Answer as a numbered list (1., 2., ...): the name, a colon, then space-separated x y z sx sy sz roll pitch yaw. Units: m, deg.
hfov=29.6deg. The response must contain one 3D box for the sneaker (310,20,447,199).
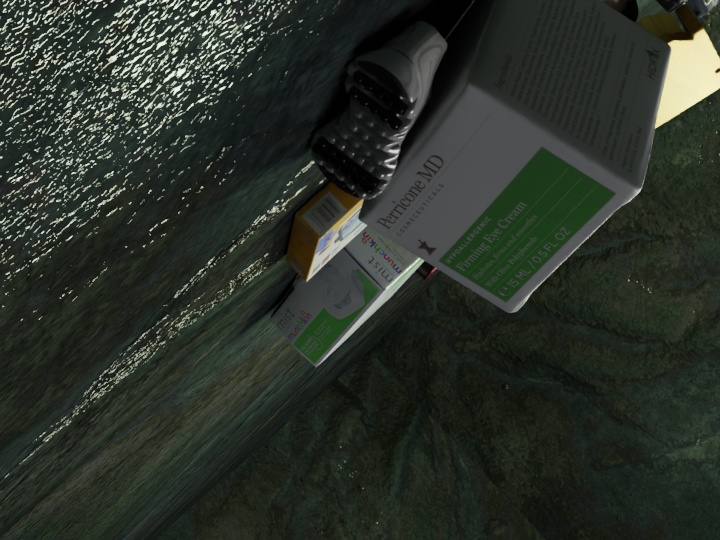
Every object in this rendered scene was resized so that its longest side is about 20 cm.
1. sneaker: 0.018 -0.125 1.097 0.081 0.075 0.200 -51 179 -29

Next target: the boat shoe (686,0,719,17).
1. boat shoe: 0.588 -0.500 2.326 0.075 0.093 0.200 -43 175 -3

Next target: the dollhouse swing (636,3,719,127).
1. dollhouse swing: 0.320 -0.264 1.688 0.199 0.177 0.182 -31 146 15

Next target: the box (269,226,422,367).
1. box: 0.000 0.000 1.748 0.176 0.097 0.200 -42 175 -44

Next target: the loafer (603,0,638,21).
1. loafer: 0.280 -0.319 1.600 0.071 0.073 0.200 -38 166 -2

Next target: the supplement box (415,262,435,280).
1. supplement box: 0.157 -0.056 2.650 0.109 0.061 0.200 -43 175 -13

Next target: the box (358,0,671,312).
1. box: 0.133 -0.119 1.173 0.199 0.170 0.201 -49 -167 47

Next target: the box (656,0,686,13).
1. box: 0.416 -0.421 1.599 0.182 0.104 0.200 -49 173 37

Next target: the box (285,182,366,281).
1. box: -0.022 -0.057 1.447 0.119 0.041 0.200 -43 172 -14
